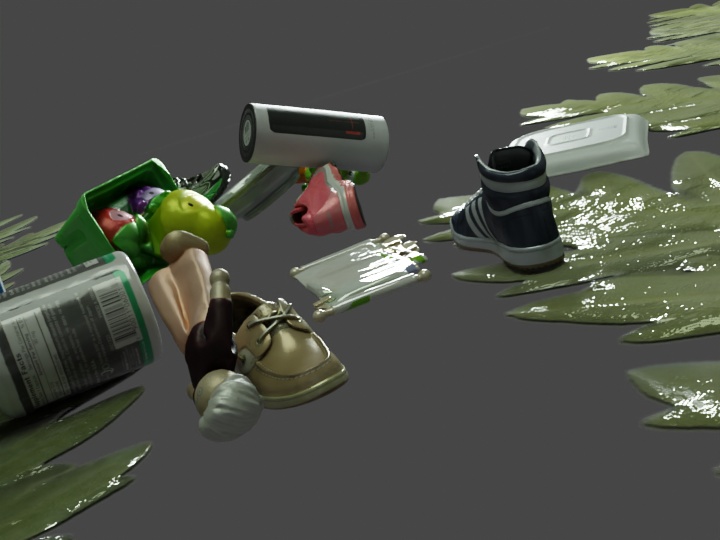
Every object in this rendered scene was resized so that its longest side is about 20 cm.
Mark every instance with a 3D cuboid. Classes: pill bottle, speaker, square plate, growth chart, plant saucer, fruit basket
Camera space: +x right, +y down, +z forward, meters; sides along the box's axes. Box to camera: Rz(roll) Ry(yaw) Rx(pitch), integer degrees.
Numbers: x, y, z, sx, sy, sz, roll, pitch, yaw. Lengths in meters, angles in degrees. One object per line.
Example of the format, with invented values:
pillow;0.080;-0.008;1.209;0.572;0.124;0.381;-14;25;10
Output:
pill bottle;-0.294;0.067;0.906;0.198;0.115;0.113;-21;17;-19
speaker;-0.062;-0.180;1.341;0.197;0.083;0.081;2;8;-24
square plate;0.273;-0.162;1.269;0.195;0.029;0.200;-11;17;20
growth chart;0.000;0.000;1.015;0.143;0.018;0.200;-18;16;-9
plant saucer;-0.144;-0.125;1.448;0.199;0.050;0.200;-37;12;9
fruit basket;-0.269;-0.065;1.295;0.214;0.157;0.216;-32;8;5

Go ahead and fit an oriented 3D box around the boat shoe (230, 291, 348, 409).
boat shoe;-0.074;0.060;0.802;0.071;0.066;0.199;-22;17;-21

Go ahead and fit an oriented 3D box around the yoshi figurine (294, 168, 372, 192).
yoshi figurine;-0.056;-0.169;1.487;0.111;0.114;0.199;-32;22;-18

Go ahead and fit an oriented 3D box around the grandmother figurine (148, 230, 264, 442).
grandmother figurine;-0.124;0.060;0.773;0.060;0.123;0.201;-8;37;-18

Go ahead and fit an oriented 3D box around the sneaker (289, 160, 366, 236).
sneaker;-0.056;-0.090;1.269;0.086;0.075;0.200;-20;17;-7

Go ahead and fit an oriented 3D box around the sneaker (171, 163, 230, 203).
sneaker;-0.283;-0.113;1.477;0.198;0.086;0.078;-25;15;22

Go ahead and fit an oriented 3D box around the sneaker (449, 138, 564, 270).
sneaker;0.135;-0.074;0.963;0.069;0.110;0.200;-19;16;-12

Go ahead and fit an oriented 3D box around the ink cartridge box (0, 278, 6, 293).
ink cartridge box;-0.473;0.062;1.036;0.198;0.147;0.084;-22;16;-18
